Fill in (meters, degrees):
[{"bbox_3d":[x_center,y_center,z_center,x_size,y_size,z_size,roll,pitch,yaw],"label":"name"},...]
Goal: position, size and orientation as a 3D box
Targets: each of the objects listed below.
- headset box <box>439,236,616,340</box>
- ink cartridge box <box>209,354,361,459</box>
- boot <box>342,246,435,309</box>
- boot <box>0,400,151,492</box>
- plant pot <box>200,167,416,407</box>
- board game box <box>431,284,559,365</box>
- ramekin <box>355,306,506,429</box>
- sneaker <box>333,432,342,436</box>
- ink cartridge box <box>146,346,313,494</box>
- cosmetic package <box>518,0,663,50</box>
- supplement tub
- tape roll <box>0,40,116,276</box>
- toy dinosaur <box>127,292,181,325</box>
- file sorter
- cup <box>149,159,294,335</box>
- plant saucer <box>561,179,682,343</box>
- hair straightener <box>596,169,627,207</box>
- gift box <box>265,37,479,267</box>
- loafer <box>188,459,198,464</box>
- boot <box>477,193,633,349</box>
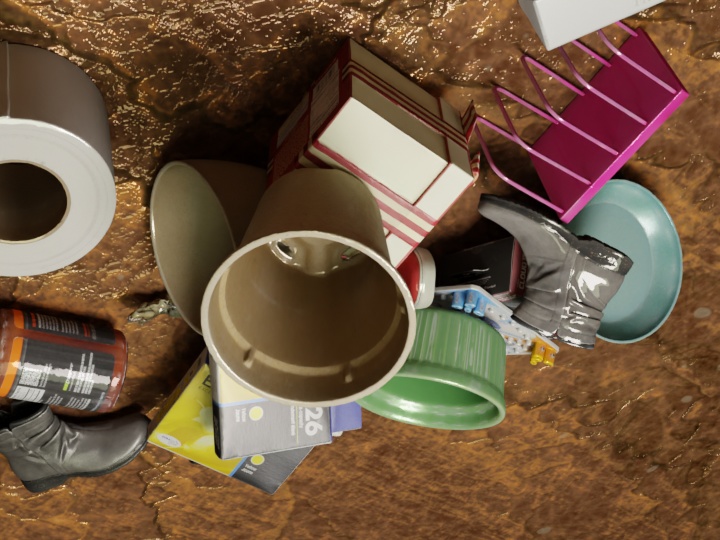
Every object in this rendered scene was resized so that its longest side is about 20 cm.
[{"bbox_3d":[0.206,0.024,1.540,0.199,0.078,0.149,18,161,-31],"label":"headset box"},{"bbox_3d":[-0.087,0.122,1.498,0.199,0.047,0.199,-7,102,-20],"label":"ink cartridge box"},{"bbox_3d":[0.000,0.000,1.433,0.143,0.200,0.073,4,96,-18],"label":"boot"},{"bbox_3d":[-0.384,0.212,1.581,0.199,0.070,0.132,-24,130,2],"label":"boot"},{"bbox_3d":[-0.046,-0.001,1.189,0.199,0.184,0.202,1,123,1],"label":"plant pot"},{"bbox_3d":[0.122,0.077,1.561,0.199,0.026,0.200,-6,151,41],"label":"board game box"},{"bbox_3d":[0.088,0.121,1.508,0.199,0.098,0.200,9,157,4],"label":"ramekin"},{"bbox_3d":[-0.073,0.157,1.627,0.099,0.078,0.201,-7,132,-6],"label":"sneaker"},{"bbox_3d":[-0.140,0.180,1.559,0.197,0.047,0.200,28,117,-22],"label":"ink cartridge box"},{"bbox_3d":[0.266,-0.322,1.276,0.199,0.102,0.071,-22,134,5],"label":"cosmetic package"},{"bbox_3d":[-0.390,0.106,1.464,0.199,0.107,0.107,14,126,-26],"label":"supplement tub"},{"bbox_3d":[-0.358,-0.112,1.254,0.201,0.140,0.204,-8,134,-9],"label":"tape roll"},{"bbox_3d":[-0.189,0.030,1.502,0.199,0.048,0.088,1,134,-23],"label":"toy dinosaur"},{"bbox_3d":[0.236,-0.188,1.365,0.125,0.139,0.200,25,120,-29],"label":"file sorter"},{"bbox_3d":[-0.130,-0.039,1.374,0.143,0.200,0.201,-17,139,-34],"label":"cup"},{"bbox_3d":[0.311,-0.011,1.495,0.199,0.201,0.036,15,170,-27],"label":"plant saucer"},{"bbox_3d":[0.310,-0.047,1.577,0.076,0.041,0.201,-1,130,-16],"label":"hair straightener"},{"bbox_3d":[0.020,-0.128,1.329,0.186,0.201,0.185,32,122,-19],"label":"gift box"},{"bbox_3d":[-0.190,0.176,1.619,0.071,0.073,0.200,26,115,-22],"label":"loafer"},{"bbox_3d":[0.204,0.003,1.405,0.199,0.070,0.132,28,100,8],"label":"boot"}]
